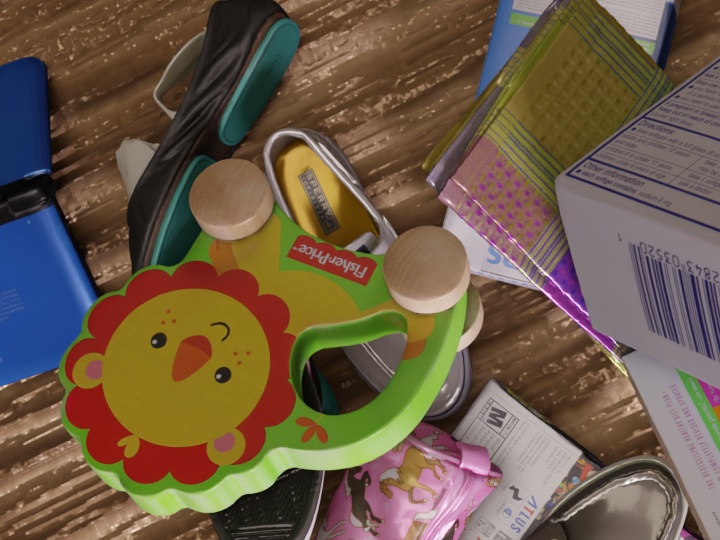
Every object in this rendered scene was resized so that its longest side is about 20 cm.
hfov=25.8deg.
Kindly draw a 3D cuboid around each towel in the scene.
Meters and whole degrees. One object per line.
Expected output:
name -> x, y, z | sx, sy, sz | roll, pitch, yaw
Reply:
towel -> 0.138, -0.043, 0.873 | 0.200, 0.023, 0.144 | 41, 77, -22

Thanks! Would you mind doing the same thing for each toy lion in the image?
toy lion -> -0.057, 0.048, 0.847 | 0.198, 0.069, 0.193 | 19, 67, 22

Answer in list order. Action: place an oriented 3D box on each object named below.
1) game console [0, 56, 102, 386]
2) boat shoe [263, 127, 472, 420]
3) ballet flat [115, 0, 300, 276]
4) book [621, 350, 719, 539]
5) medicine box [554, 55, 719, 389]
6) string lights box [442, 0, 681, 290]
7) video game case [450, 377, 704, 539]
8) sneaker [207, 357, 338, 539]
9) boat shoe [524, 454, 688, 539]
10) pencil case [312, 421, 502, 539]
game console -> -0.271, -0.017, 1.029 | 0.198, 0.119, 0.172 | -18, 113, 10
boat shoe -> 0.000, 0.000, 0.942 | 0.070, 0.070, 0.202 | -29, 80, 8
ballet flat -> -0.106, -0.080, 0.979 | 0.068, 0.068, 0.202 | 23, 80, 23
book -> 0.253, 0.060, 0.822 | 0.198, 0.048, 0.135 | -24, 52, 5
medicine box -> 0.235, -0.033, 0.794 | 0.199, 0.104, 0.181 | -35, 35, -23
string lights box -> 0.119, -0.089, 0.929 | 0.102, 0.059, 0.202 | 14, 89, 13
video game case -> 0.091, 0.197, 0.923 | 0.181, 0.036, 0.201 | 36, 93, 14
sneaker -> -0.055, 0.101, 0.917 | 0.083, 0.121, 0.202 | -9, 53, 3
boat shoe -> 0.104, 0.183, 0.871 | 0.202, 0.060, 0.072 | -45, 78, 6
pencil case -> 0.004, 0.178, 0.885 | 0.086, 0.083, 0.202 | 26, 89, 21
